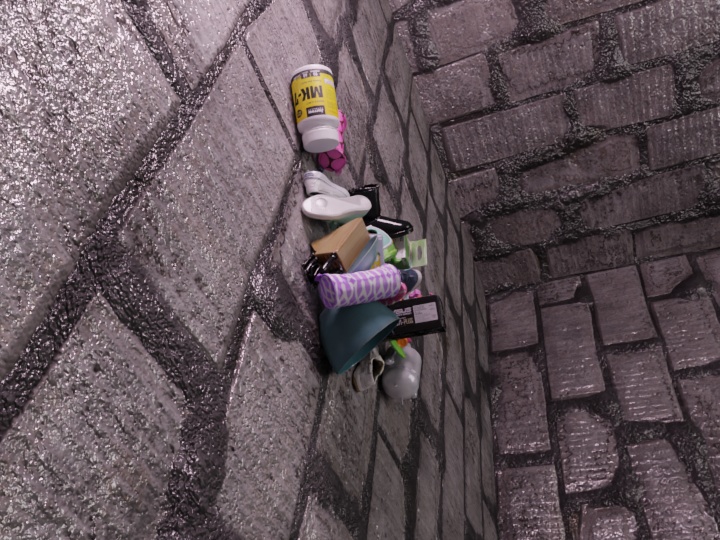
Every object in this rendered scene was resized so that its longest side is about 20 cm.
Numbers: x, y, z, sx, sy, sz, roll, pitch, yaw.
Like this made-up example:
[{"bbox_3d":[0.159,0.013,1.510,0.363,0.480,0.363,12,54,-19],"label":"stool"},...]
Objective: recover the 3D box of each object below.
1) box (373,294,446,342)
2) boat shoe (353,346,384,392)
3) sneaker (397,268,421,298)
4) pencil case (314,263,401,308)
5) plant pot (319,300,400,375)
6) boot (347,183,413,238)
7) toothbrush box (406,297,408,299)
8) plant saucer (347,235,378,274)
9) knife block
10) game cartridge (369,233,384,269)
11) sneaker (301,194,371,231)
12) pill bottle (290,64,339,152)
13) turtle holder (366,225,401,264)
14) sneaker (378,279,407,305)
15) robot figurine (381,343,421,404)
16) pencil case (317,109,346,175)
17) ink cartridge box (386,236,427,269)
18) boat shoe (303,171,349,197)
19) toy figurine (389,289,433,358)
[{"bbox_3d":[0.122,0.130,1.679,0.164,0.197,0.087,40,40,-75],"label":"box"},{"bbox_3d":[0.035,0.262,1.745,0.201,0.068,0.072,-68,140,-61],"label":"boat shoe"},{"bbox_3d":[0.079,0.073,1.894,0.077,0.203,0.145,48,25,27],"label":"sneaker"},{"bbox_3d":[0.000,0.031,1.448,0.198,0.084,0.086,-9,62,-35],"label":"pencil case"},{"bbox_3d":[-0.022,0.133,1.518,0.135,0.200,0.200,48,15,12],"label":"plant pot"},{"bbox_3d":[0.051,-0.176,1.888,0.073,0.195,0.165,-57,139,-69],"label":"boot"},{"bbox_3d":[0.115,0.018,2.118,0.146,0.084,0.203,27,55,-67],"label":"toothbrush box"},{"bbox_3d":[-0.012,-0.001,1.580,0.039,0.201,0.201,42,27,-8],"label":"plant saucer"},{"bbox_3d":[-0.050,-0.035,1.527,0.065,0.198,0.176,65,-8,-27],"label":"knife block"},{"bbox_3d":[0.000,0.000,1.708,0.040,0.131,0.203,136,-49,-76],"label":"game cartridge"},{"bbox_3d":[-0.076,-0.134,1.643,0.198,0.119,0.074,-5,57,-34],"label":"sneaker"},{"bbox_3d":[-0.115,-0.421,1.656,0.114,0.113,0.203,17,62,-69],"label":"pill bottle"},{"bbox_3d":[0.012,-0.045,1.809,0.133,0.184,0.141,62,-15,-1],"label":"turtle holder"},{"bbox_3d":[0.047,0.048,1.606,0.087,0.198,0.075,-22,97,-48],"label":"sneaker"},{"bbox_3d":[0.126,0.310,1.917,0.170,0.112,0.201,51,28,-21],"label":"robot figurine"},{"bbox_3d":[-0.077,-0.365,1.783,0.094,0.090,0.202,49,31,-40],"label":"pencil case"},{"bbox_3d":[0.100,-0.054,1.931,0.060,0.197,0.105,60,25,-47],"label":"ink cartridge box"},{"bbox_3d":[-0.091,-0.195,1.678,0.199,0.073,0.066,25,59,-55],"label":"boat shoe"},{"bbox_3d":[0.142,0.124,1.838,0.201,0.183,0.150,52,5,-24],"label":"toy figurine"}]
